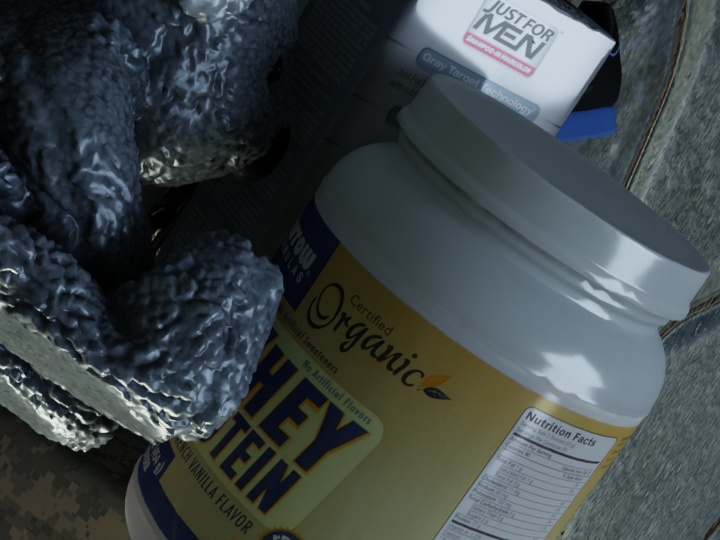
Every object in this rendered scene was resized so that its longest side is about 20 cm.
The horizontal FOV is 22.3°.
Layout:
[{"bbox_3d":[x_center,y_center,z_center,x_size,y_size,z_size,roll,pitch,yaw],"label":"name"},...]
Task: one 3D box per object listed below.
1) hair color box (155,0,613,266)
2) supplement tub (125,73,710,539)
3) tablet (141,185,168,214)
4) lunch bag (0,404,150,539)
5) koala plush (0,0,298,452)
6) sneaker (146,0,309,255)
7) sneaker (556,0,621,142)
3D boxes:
[{"bbox_3d":[0.003,-0.039,0.744,0.099,0.061,0.201,22,108,-38],"label":"hair color box"},{"bbox_3d":[0.020,0.045,0.663,0.201,0.144,0.144,-56,155,13],"label":"supplement tub"},{"bbox_3d":[-0.086,-0.048,0.849,0.200,0.014,0.131,-4,123,-59],"label":"tablet"},{"bbox_3d":[-0.139,0.155,0.808,0.117,0.164,0.201,-5,122,-57],"label":"lunch bag"},{"bbox_3d":[-0.092,-0.066,0.655,0.201,0.184,0.177,-55,-162,-19],"label":"koala plush"},{"bbox_3d":[-0.050,-0.042,0.823,0.079,0.074,0.201,-34,146,-49],"label":"sneaker"},{"bbox_3d":[0.077,-0.107,1.021,0.199,0.070,0.079,-16,112,-47],"label":"sneaker"}]
